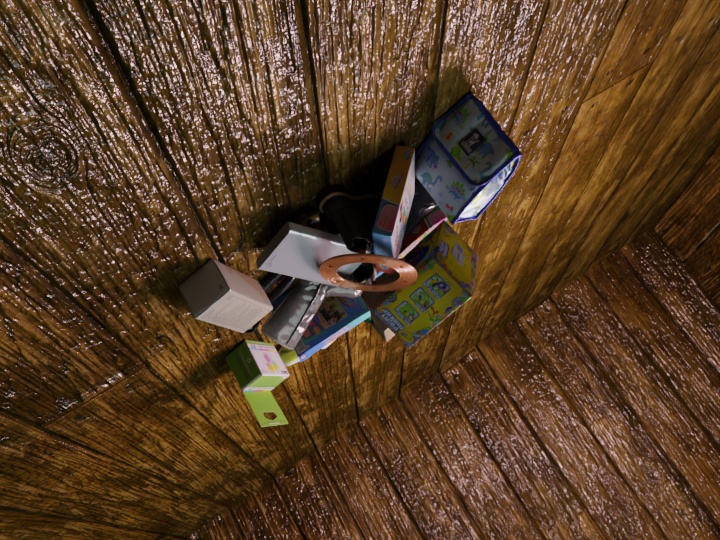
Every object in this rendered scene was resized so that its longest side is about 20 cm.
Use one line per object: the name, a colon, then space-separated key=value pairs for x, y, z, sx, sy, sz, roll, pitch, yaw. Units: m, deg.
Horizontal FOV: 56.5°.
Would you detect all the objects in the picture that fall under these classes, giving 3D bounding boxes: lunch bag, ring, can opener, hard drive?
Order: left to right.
can opener: x=-0.219 y=0.062 z=1.476 sx=0.063 sy=0.079 sz=0.201 roll=31 pitch=115 yaw=-25
hard drive: x=-0.092 y=-0.028 z=1.334 sx=0.196 sy=0.027 sz=0.132 roll=14 pitch=138 yaw=-35
ring: x=0.015 y=0.001 z=1.324 sx=0.194 sy=0.020 sz=0.201 roll=4 pitch=160 yaw=2
lunch bag: x=0.215 y=-0.223 z=1.356 sx=0.126 sy=0.172 sz=0.201 roll=-16 pitch=153 yaw=-47

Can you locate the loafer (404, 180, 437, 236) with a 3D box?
loafer: x=0.119 y=-0.137 z=1.493 sx=0.201 sy=0.072 sz=0.063 roll=-49 pitch=178 yaw=-35

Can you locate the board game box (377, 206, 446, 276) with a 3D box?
board game box: x=0.116 y=-0.075 z=1.611 sx=0.198 sy=0.041 sz=0.153 roll=-34 pitch=170 yaw=-29

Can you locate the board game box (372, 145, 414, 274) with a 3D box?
board game box: x=0.069 y=-0.120 z=1.341 sx=0.154 sy=0.039 sz=0.205 roll=81 pitch=22 yaw=-62

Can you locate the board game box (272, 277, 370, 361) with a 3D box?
board game box: x=-0.096 y=0.093 z=1.577 sx=0.197 sy=0.154 sz=0.045 roll=-31 pitch=160 yaw=-7

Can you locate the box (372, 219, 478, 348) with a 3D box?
box: x=0.148 y=0.028 z=1.483 sx=0.192 sy=0.122 sz=0.201 roll=-43 pitch=-170 yaw=27

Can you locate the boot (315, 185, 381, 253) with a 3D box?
boot: x=0.009 y=-0.086 z=1.341 sx=0.197 sy=0.140 sz=0.078 roll=1 pitch=139 yaw=-45

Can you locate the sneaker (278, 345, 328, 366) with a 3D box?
sneaker: x=-0.139 y=0.198 z=1.871 sx=0.196 sy=0.077 sz=0.105 roll=-27 pitch=171 yaw=-1

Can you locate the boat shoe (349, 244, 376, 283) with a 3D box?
boat shoe: x=0.000 y=0.000 z=1.538 sx=0.201 sy=0.070 sz=0.066 roll=101 pitch=13 yaw=-64

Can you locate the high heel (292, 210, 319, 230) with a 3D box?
high heel: x=-0.076 y=-0.063 z=1.382 sx=0.197 sy=0.073 sz=0.142 roll=6 pitch=142 yaw=-48

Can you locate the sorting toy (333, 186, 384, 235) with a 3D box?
sorting toy: x=0.035 y=-0.104 z=1.521 sx=0.184 sy=0.037 sz=0.199 roll=-41 pitch=159 yaw=13

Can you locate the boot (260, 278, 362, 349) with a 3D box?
boot: x=-0.107 y=0.088 z=1.508 sx=0.179 sy=0.072 sz=0.204 roll=29 pitch=86 yaw=-28

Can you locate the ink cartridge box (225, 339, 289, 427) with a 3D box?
ink cartridge box: x=-0.238 y=0.286 z=1.702 sx=0.075 sy=0.202 sz=0.147 roll=-37 pitch=160 yaw=12

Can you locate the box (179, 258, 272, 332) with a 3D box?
box: x=-0.265 y=0.055 z=1.341 sx=0.094 sy=0.079 sz=0.200 roll=-36 pitch=159 yaw=5

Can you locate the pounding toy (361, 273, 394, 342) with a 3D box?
pounding toy: x=0.050 y=0.077 z=1.762 sx=0.199 sy=0.185 sz=0.143 roll=-40 pitch=160 yaw=-9
